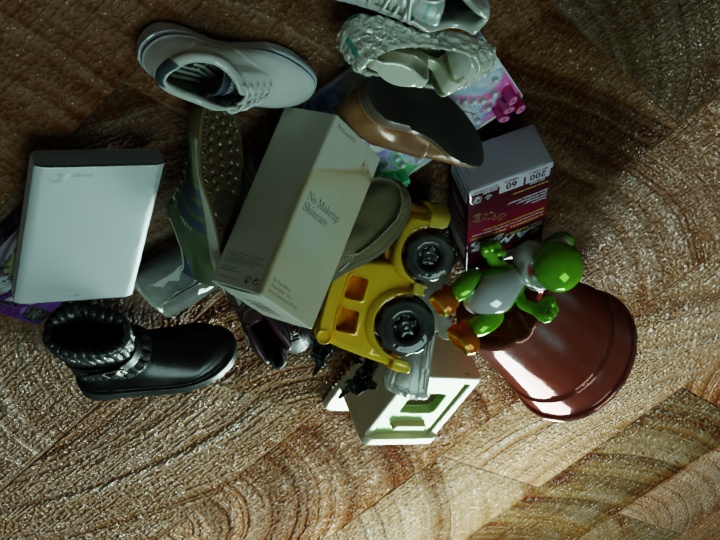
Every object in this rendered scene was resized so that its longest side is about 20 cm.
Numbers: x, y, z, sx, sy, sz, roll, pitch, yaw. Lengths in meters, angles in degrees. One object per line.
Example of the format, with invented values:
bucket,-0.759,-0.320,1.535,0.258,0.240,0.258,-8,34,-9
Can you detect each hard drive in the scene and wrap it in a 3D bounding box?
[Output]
hard drive,-0.286,-0.044,1.264,0.131,0.026,0.201,-4,140,-26

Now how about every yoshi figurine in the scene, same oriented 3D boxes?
yoshi figurine,0.191,0.016,1.482,0.199,0.112,0.113,-32,145,-11

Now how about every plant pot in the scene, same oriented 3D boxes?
plant pot,0.242,0.076,1.646,0.200,0.202,0.195,-37,135,18

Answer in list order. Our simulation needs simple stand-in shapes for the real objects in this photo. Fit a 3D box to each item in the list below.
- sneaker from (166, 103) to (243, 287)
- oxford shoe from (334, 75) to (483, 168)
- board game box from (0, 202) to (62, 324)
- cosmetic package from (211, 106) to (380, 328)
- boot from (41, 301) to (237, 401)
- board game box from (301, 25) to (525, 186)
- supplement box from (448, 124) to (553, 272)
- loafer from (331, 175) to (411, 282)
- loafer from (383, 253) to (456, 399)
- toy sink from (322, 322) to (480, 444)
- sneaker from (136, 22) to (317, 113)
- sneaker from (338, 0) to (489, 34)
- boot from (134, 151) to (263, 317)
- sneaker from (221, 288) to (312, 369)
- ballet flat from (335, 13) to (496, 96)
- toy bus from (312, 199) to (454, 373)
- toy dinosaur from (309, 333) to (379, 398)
sneaker,-0.169,-0.078,1.260,0.067,0.089,0.202,-24,112,-50
oxford shoe,0.055,-0.153,1.300,0.199,0.072,0.071,19,149,-40
board game box,-0.335,-0.023,1.307,0.200,0.032,0.120,-41,146,22
cosmetic package,-0.064,-0.054,1.255,0.103,0.073,0.201,36,72,-53
boot,-0.254,0.087,1.426,0.209,0.080,0.158,-14,151,-6
board game box,0.065,-0.180,1.336,0.199,0.026,0.200,-33,144,12
supplement box,0.167,-0.083,1.473,0.108,0.061,0.200,-20,153,-6
loafer,-0.024,-0.036,1.347,0.200,0.076,0.068,-41,163,-12
loafer,0.089,0.068,1.571,0.069,0.070,0.202,19,96,0
toy sink,0.055,0.174,1.717,0.129,0.113,0.200,6,135,-35
sneaker,-0.124,-0.182,1.183,0.199,0.071,0.073,5,136,-37
sneaker,0.041,-0.271,1.158,0.199,0.081,0.071,-1,141,-28
boot,-0.169,-0.036,1.363,0.198,0.073,0.182,-20,144,7
sneaker,-0.105,0.085,1.503,0.075,0.116,0.200,-29,144,8
ballet flat,0.062,-0.205,1.224,0.199,0.072,0.072,4,137,-35
toy bus,0.000,0.000,1.441,0.190,0.136,0.202,15,98,-8
toy dinosaur,0.006,0.096,1.596,0.136,0.101,0.201,-49,154,-47
